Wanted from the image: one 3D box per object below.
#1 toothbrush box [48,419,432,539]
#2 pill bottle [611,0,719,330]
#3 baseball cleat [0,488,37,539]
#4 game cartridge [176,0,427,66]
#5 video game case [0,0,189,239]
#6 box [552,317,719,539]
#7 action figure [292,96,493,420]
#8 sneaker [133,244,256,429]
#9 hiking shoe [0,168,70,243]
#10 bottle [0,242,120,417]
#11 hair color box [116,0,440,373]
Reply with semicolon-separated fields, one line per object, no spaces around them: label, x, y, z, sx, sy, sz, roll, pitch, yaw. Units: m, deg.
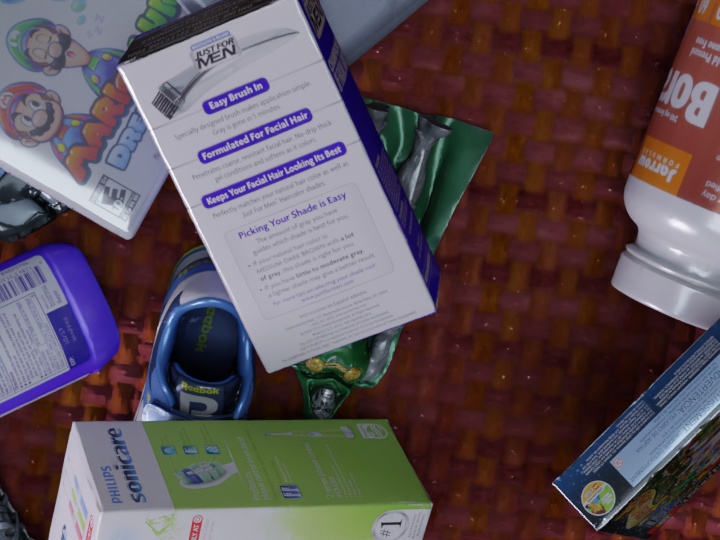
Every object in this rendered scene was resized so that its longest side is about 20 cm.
toothbrush box;-0.076;0.169;1.163;0.199;0.086;0.146;3;122;-23
pill bottle;0.222;-0.069;1.173;0.112;0.112;0.201;20;98;-7
baseball cleat;-0.233;0.144;1.207;0.199;0.070;0.107;32;97;-9
game cartridge;-0.059;-0.204;1.150;0.133;0.041;0.200;-40;99;-10
video game case;-0.163;-0.148;1.153;0.181;0.024;0.201;30;80;-9
box;0.189;0.094;1.160;0.137;0.200;0.038;-46;73;5
action figure;0.000;0.000;1.206;0.117;0.055;0.201;14;103;-9
sneaker;-0.101;0.088;1.199;0.073;0.082;0.201;5;101;-6
hiking shoe;-0.259;-0.035;1.179;0.199;0.074;0.087;-30;94;-8
bottle;-0.242;0.056;1.160;0.199;0.065;0.084;-26;88;-21
hair color box;-0.042;-0.055;1.122;0.109;0.065;0.201;-20;111;13
